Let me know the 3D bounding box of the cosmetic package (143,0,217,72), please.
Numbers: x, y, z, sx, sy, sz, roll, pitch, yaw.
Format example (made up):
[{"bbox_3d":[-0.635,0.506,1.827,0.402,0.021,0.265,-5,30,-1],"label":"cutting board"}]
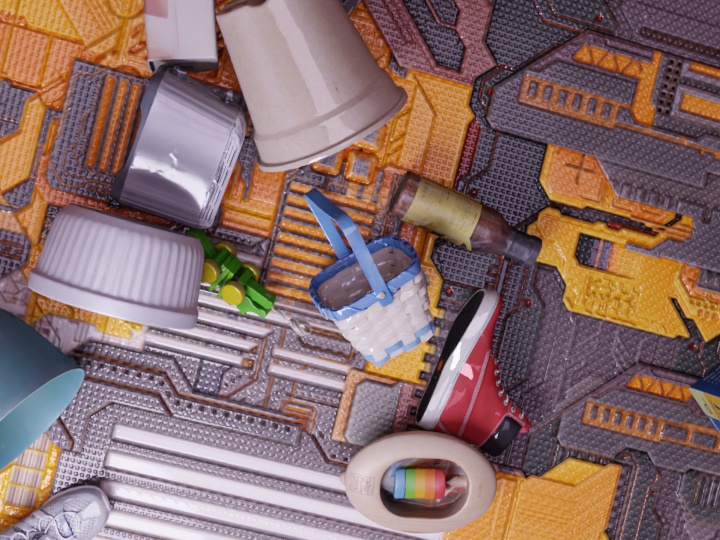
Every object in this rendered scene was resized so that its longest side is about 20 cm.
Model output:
[{"bbox_3d":[-0.222,-0.349,1.271,0.086,0.103,0.202,-3,91,-8],"label":"cosmetic package"}]

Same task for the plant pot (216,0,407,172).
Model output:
[{"bbox_3d":[-0.070,-0.245,1.220,0.199,0.201,0.185,-28,112,-5],"label":"plant pot"}]

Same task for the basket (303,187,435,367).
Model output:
[{"bbox_3d":[0.000,0.000,1.277,0.139,0.176,0.201,-34,114,-4],"label":"basket"}]

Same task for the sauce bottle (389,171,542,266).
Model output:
[{"bbox_3d":[0.137,-0.061,1.342,0.198,0.066,0.067,25,89,-5],"label":"sauce bottle"}]

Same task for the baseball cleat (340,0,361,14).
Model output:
[{"bbox_3d":[-0.033,-0.342,1.291,0.070,0.106,0.200,39,89,-11],"label":"baseball cleat"}]

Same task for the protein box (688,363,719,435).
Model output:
[{"bbox_3d":[0.570,0.158,1.333,0.198,0.200,0.135,-37,96,-4],"label":"protein box"}]

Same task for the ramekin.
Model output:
[{"bbox_3d":[-0.276,-0.007,1.224,0.198,0.200,0.106,16,91,-7],"label":"ramekin"}]

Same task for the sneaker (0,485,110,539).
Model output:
[{"bbox_3d":[-0.397,0.336,1.281,0.199,0.082,0.075,-30,95,-5],"label":"sneaker"}]

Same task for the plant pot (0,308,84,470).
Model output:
[{"bbox_3d":[-0.451,0.131,1.219,0.161,0.201,0.201,44,87,7],"label":"plant pot"}]

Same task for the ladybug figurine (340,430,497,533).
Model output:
[{"bbox_3d":[0.073,0.263,1.334,0.198,0.072,0.137,6,104,-3],"label":"ladybug figurine"}]

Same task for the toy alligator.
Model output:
[{"bbox_3d":[-0.151,0.027,1.318,0.200,0.059,0.054,42,127,-6],"label":"toy alligator"}]

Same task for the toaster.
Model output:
[{"bbox_3d":[-0.218,-0.137,1.265,0.128,0.114,0.202,21,106,-9],"label":"toaster"}]

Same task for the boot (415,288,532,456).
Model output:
[{"bbox_3d":[0.173,0.134,1.353,0.143,0.072,0.202,22,97,-7],"label":"boot"}]
